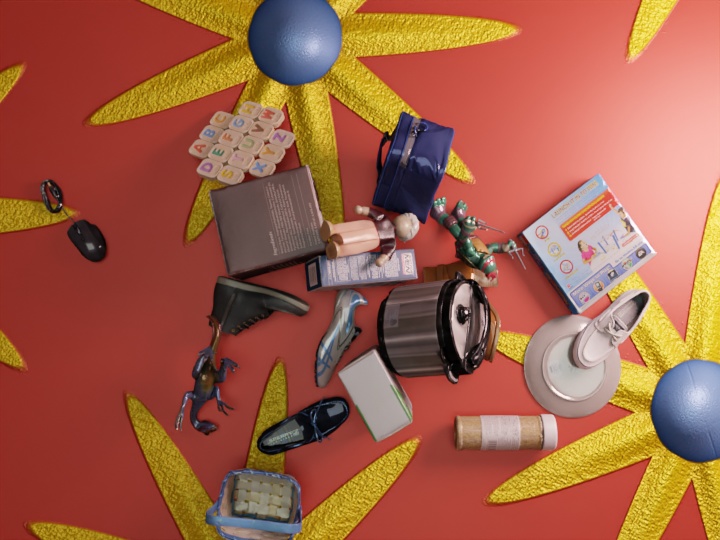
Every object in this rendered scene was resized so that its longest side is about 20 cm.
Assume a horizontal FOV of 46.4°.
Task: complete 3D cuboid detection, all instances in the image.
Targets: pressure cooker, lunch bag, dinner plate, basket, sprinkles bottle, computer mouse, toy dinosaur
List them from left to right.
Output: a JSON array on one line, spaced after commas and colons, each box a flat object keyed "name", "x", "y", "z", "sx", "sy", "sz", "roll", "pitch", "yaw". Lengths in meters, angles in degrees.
[{"name": "computer mouse", "x": -0.583, "y": -0.102, "z": 1.694, "sx": 0.058, "sy": 0.034, "sz": 0.201, "roll": -40, "pitch": 87, "yaw": -1}, {"name": "toy dinosaur", "x": -0.293, "y": 0.229, "z": 1.645, "sx": 0.103, "sy": 0.183, "sz": 0.203, "roll": 18, "pitch": 45, "yaw": -14}, {"name": "basket", "x": -0.188, "y": 0.447, "z": 1.572, "sx": 0.172, "sy": 0.200, "sz": 0.143, "roll": 8, "pitch": 86, "yaw": 2}, {"name": "lunch bag", "x": 0.093, "y": -0.202, "z": 1.608, "sx": 0.130, "sy": 0.202, "sz": 0.138, "roll": 17, "pitch": 53, "yaw": 0}, {"name": "pressure cooker", "x": 0.149, "y": 0.109, "z": 1.552, "sx": 0.196, "sy": 0.178, "sz": 0.180, "roll": -9, "pitch": 102, "yaw": 32}, {"name": "sprinkles bottle", "x": 0.282, "y": 0.317, "z": 1.644, "sx": 0.195, "sy": 0.068, "sz": 0.070, "roll": 0, "pitch": 86, "yaw": 0}, {"name": "dinner plate", "x": 0.425, "y": 0.191, "z": 1.675, "sx": 0.195, "sy": 0.024, "sz": 0.205, "roll": 0, "pitch": 86, "yaw": 1}]

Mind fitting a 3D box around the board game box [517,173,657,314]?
[{"name": "board game box", "x": 0.448, "y": -0.051, "z": 1.672, "sx": 0.198, "sy": 0.056, "sz": 0.198, "roll": -36, "pitch": 86, "yaw": -2}]

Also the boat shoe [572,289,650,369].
[{"name": "boat shoe", "x": 0.491, "y": 0.109, "z": 1.641, "sx": 0.073, "sy": 0.065, "sz": 0.201, "roll": 40, "pitch": 76, "yaw": 2}]

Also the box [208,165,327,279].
[{"name": "box", "x": -0.169, "y": -0.088, "z": 1.624, "sx": 0.195, "sy": 0.166, "sz": 0.168, "roll": -14, "pitch": 87, "yaw": -1}]

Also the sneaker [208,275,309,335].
[{"name": "sneaker", "x": -0.201, "y": 0.086, "z": 1.667, "sx": 0.196, "sy": 0.075, "sz": 0.109, "roll": 14, "pitch": 91, "yaw": 11}]

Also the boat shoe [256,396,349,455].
[{"name": "boat shoe", "x": -0.109, "y": 0.315, "z": 1.647, "sx": 0.198, "sy": 0.069, "sz": 0.085, "roll": -31, "pitch": 87, "yaw": -2}]

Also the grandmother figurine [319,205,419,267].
[{"name": "grandmother figurine", "x": 0.026, "y": -0.067, "z": 1.564, "sx": 0.197, "sy": 0.060, "sz": 0.124, "roll": -15, "pitch": 88, "yaw": -30}]

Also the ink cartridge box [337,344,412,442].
[{"name": "ink cartridge box", "x": 0.031, "y": 0.227, "z": 1.587, "sx": 0.082, "sy": 0.200, "sz": 0.149, "roll": -30, "pitch": 86, "yaw": 2}]

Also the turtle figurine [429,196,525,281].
[{"name": "turtle figurine", "x": 0.220, "y": -0.059, "z": 1.610, "sx": 0.101, "sy": 0.149, "sz": 0.201, "roll": -48, "pitch": 52, "yaw": 11}]

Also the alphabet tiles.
[{"name": "alphabet tiles", "x": -0.235, "y": -0.252, "z": 1.659, "sx": 0.192, "sy": 0.015, "sz": 0.202, "roll": 20, "pitch": 63, "yaw": 21}]

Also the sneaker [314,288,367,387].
[{"name": "sneaker", "x": -0.041, "y": 0.138, "z": 1.656, "sx": 0.071, "sy": 0.072, "sz": 0.204, "roll": 19, "pitch": 88, "yaw": 8}]

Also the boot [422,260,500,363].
[{"name": "boot", "x": 0.197, "y": 0.082, "z": 1.662, "sx": 0.151, "sy": 0.074, "sz": 0.205, "roll": -2, "pitch": 78, "yaw": 2}]

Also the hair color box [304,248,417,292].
[{"name": "hair color box", "x": 0.000, "y": 0.000, "z": 1.620, "sx": 0.196, "sy": 0.100, "sz": 0.062, "roll": -4, "pitch": 85, "yaw": -22}]
